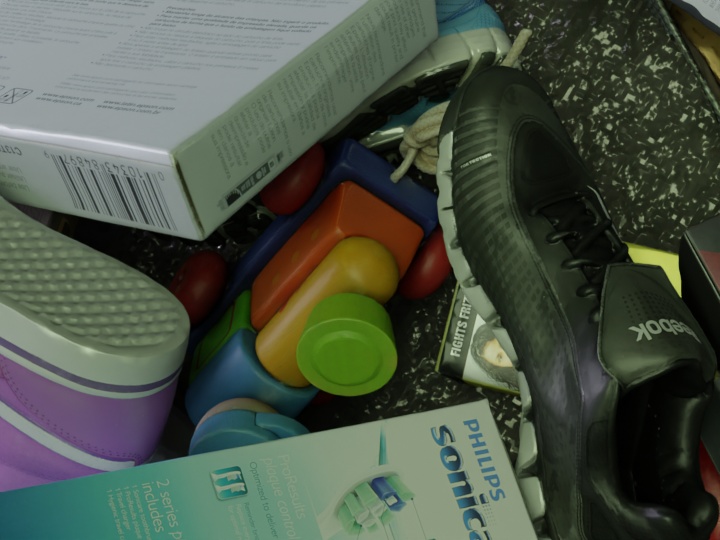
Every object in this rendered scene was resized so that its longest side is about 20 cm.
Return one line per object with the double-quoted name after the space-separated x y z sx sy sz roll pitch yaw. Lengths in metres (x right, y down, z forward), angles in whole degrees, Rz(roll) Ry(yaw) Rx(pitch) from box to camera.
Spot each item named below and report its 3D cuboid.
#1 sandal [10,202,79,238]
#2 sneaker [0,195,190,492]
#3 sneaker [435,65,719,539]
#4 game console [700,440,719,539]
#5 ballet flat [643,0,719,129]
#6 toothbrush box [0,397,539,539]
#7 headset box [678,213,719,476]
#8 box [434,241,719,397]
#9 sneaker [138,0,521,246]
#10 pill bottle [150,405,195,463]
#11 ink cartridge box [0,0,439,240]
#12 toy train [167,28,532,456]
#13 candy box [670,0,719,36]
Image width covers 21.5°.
-0.207 -0.001 0.770 0.199 0.055 0.082 -16 61 11 "sandal"
-0.161 0.023 0.706 0.200 0.073 0.114 33 129 19 "sneaker"
0.085 0.017 0.679 0.090 0.066 0.201 -21 80 56 "sneaker"
0.196 0.163 0.733 0.199 0.173 0.119 11 47 15 "game console"
0.157 -0.105 0.764 0.072 0.072 0.201 -30 79 10 "ballet flat"
-0.049 0.128 0.690 0.199 0.146 0.085 -8 64 -22 "toothbrush box"
0.217 0.027 0.679 0.200 0.075 0.149 -25 66 -1 "headset box"
0.136 0.033 0.767 0.199 0.050 0.075 15 88 14 "box"
-0.031 -0.077 0.819 0.200 0.078 0.090 -20 61 11 "sneaker"
-0.153 0.136 0.801 0.112 0.112 0.200 38 96 14 "pill bottle"
-0.074 -0.092 0.758 0.199 0.200 0.041 11 132 40 "ink cartridge box"
0.000 0.000 0.736 0.085 0.116 0.200 32 120 -18 "toy train"
0.155 -0.181 0.727 0.200 0.072 0.168 38 59 14 "candy box"
